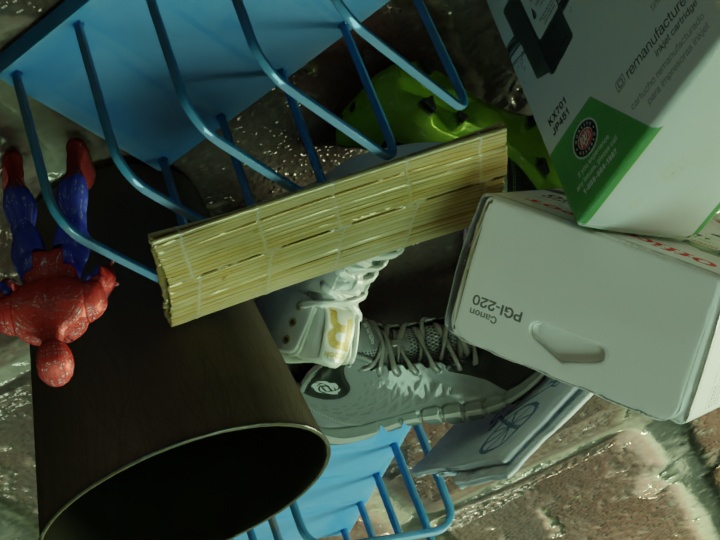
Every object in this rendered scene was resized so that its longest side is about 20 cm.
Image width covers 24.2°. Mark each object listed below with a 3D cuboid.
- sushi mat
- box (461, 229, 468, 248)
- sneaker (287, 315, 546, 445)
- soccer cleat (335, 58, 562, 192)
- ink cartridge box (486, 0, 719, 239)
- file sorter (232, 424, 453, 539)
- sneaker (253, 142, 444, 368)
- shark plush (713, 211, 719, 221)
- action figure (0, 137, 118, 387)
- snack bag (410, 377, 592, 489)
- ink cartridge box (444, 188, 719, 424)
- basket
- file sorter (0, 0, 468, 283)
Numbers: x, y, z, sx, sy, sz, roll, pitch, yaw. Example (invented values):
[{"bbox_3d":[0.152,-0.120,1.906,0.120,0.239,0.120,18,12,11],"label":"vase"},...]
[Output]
[{"bbox_3d":[-0.014,-0.024,0.899,0.199,0.012,0.096,-19,151,-12],"label":"sushi mat"},{"bbox_3d":[0.169,-0.044,1.171,0.199,0.039,0.137,-15,146,-9],"label":"box"},{"bbox_3d":[0.033,0.057,1.155,0.199,0.075,0.116,-21,143,13],"label":"sneaker"},{"bbox_3d":[0.073,-0.067,1.054,0.199,0.068,0.081,28,141,-32],"label":"soccer cleat"},{"bbox_3d":[0.147,-0.141,0.873,0.083,0.201,0.147,4,139,-28],"label":"ink cartridge box"},{"bbox_3d":[-0.027,0.208,1.339,0.138,0.123,0.200,-5,144,-26],"label":"file sorter"},{"bbox_3d":[0.000,0.000,1.006,0.073,0.116,0.200,14,157,-37],"label":"sneaker"},{"bbox_3d":[0.183,-0.058,1.041,0.083,0.091,0.200,0,174,21],"label":"shark plush"},{"bbox_3d":[-0.163,-0.003,0.891,0.065,0.200,0.052,-7,121,-6],"label":"action figure"},{"bbox_3d":[0.127,0.087,1.202,0.189,0.021,0.200,-43,-175,-20],"label":"snack bag"},{"bbox_3d":[0.157,0.012,0.945,0.200,0.145,0.085,-11,119,-61],"label":"ink cartridge box"},{"bbox_3d":[-0.124,0.049,0.988,0.180,0.201,0.136,-28,148,17],"label":"basket"},{"bbox_3d":[-0.066,-0.097,0.887,0.200,0.123,0.139,-34,145,20],"label":"file sorter"}]
